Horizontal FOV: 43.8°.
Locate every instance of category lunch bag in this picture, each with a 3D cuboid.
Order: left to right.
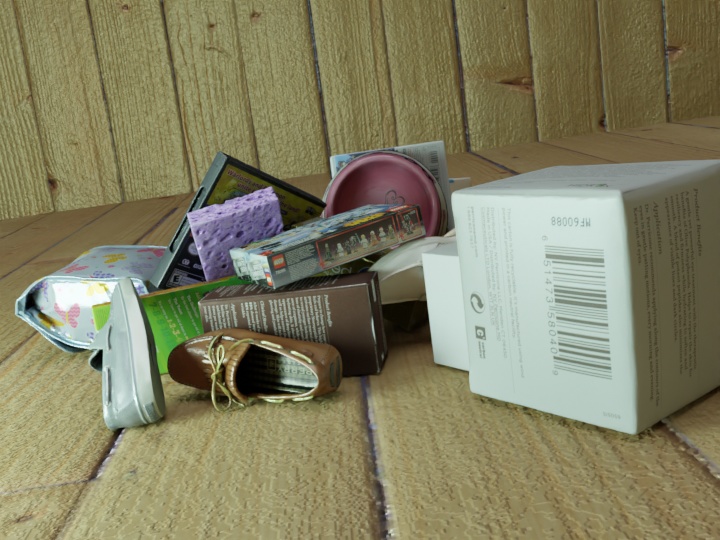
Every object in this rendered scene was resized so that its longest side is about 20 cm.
[{"bbox_3d":[-0.355,0.038,1.258,0.196,0.130,0.170,4,16,9],"label":"lunch bag"}]

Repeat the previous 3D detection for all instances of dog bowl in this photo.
[{"bbox_3d":[0.034,-0.083,1.333,0.196,0.205,0.074,-7,-3,2],"label":"dog bowl"}]

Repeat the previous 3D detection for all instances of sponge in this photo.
[{"bbox_3d":[-0.142,-0.003,1.128,0.110,0.202,0.030,-20,44,-13],"label":"sponge"}]

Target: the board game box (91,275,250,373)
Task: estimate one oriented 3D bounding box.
[{"bbox_3d":[-0.216,0.069,1.082,0.196,0.098,0.030,-11,12,-16],"label":"board game box"}]

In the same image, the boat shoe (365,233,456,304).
[{"bbox_3d":[0.098,0.003,1.043,0.197,0.072,0.070,-19,51,-14],"label":"boat shoe"}]

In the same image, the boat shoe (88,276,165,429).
[{"bbox_3d":[-0.259,0.085,0.962,0.070,0.071,0.202,-17,44,-7],"label":"boat shoe"}]

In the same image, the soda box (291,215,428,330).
[{"bbox_3d":[0.000,0.000,1.158,0.198,0.069,0.064,25,26,24],"label":"soda box"}]

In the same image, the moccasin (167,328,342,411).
[{"bbox_3d":[-0.119,0.105,0.934,0.198,0.075,0.077,8,9,23],"label":"moccasin"}]

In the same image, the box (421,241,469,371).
[{"bbox_3d":[0.174,0.021,0.981,0.198,0.127,0.097,-17,15,-38],"label":"box"}]

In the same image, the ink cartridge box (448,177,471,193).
[{"bbox_3d":[0.075,-0.086,1.507,0.197,0.128,0.127,2,9,39],"label":"ink cartridge box"}]

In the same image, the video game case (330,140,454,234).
[{"bbox_3d":[0.053,-0.087,1.381,0.178,0.204,0.023,-7,-2,2],"label":"video game case"}]

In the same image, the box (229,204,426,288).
[{"bbox_3d":[-0.040,-0.032,1.049,0.197,0.041,0.136,-20,11,-23],"label":"box"}]

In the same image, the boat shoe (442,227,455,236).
[{"bbox_3d":[0.133,-0.009,1.298,0.198,0.075,0.069,-25,52,-32],"label":"boat shoe"}]

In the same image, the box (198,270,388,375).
[{"bbox_3d":[-0.073,0.064,1.005,0.196,0.102,0.075,-5,12,13],"label":"box"}]

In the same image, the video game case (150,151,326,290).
[{"bbox_3d":[-0.152,-0.039,1.158,0.025,0.183,0.199,36,9,38],"label":"video game case"}]

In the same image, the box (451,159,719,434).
[{"bbox_3d":[0.212,0.011,0.818,0.169,0.203,0.198,-16,14,-36],"label":"box"}]
